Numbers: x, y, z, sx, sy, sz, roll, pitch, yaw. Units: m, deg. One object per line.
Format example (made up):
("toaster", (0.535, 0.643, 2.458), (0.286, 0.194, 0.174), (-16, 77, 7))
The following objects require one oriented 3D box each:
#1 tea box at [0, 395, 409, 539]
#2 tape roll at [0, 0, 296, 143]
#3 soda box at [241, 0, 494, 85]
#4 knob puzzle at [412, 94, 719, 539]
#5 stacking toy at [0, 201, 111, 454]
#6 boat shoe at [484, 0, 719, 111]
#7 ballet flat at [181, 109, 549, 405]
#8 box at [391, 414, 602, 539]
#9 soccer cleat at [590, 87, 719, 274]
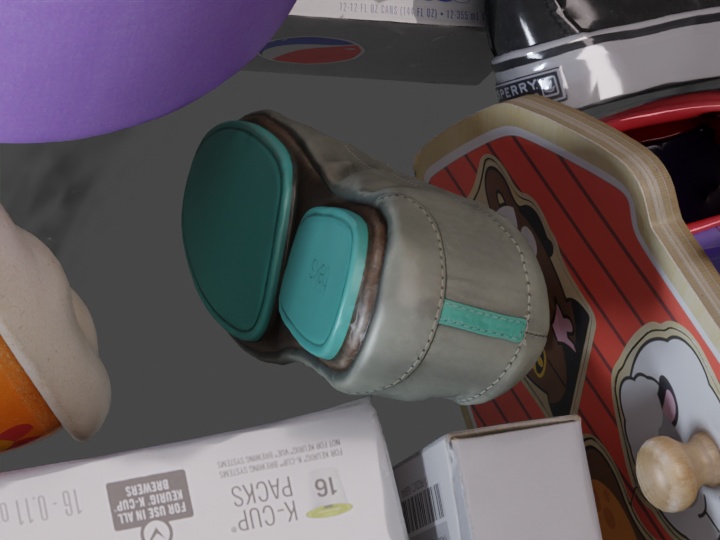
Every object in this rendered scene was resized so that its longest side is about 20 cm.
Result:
("tea box", (-0.082, 0.154, 0.756), (0.199, 0.134, 0.197), (-11, 81, -15))
("tape roll", (-0.097, -0.133, 0.739), (0.199, 0.066, 0.201), (9, 56, -13))
("soda box", (-0.050, -0.099, 0.851), (0.199, 0.068, 0.064), (2, 79, -12))
("knob puzzle", (0.056, 0.040, 0.790), (0.030, 0.220, 0.220), (-18, 83, -19))
("stacking toy", (-0.181, 0.029, 0.773), (0.200, 0.146, 0.146), (-33, 87, -5))
("boat shoe", (0.110, -0.093, 0.858), (0.199, 0.074, 0.068), (-15, 93, -37))
("ballet flat", (0.000, 0.000, 0.784), (0.064, 0.200, 0.068), (11, 97, -18))
("box", (0.041, 0.150, 0.775), (0.041, 0.156, 0.201), (-7, 79, -13))
("soccer cleat", (0.137, -0.031, 0.878), (0.199, 0.073, 0.068), (-10, 80, -16))
